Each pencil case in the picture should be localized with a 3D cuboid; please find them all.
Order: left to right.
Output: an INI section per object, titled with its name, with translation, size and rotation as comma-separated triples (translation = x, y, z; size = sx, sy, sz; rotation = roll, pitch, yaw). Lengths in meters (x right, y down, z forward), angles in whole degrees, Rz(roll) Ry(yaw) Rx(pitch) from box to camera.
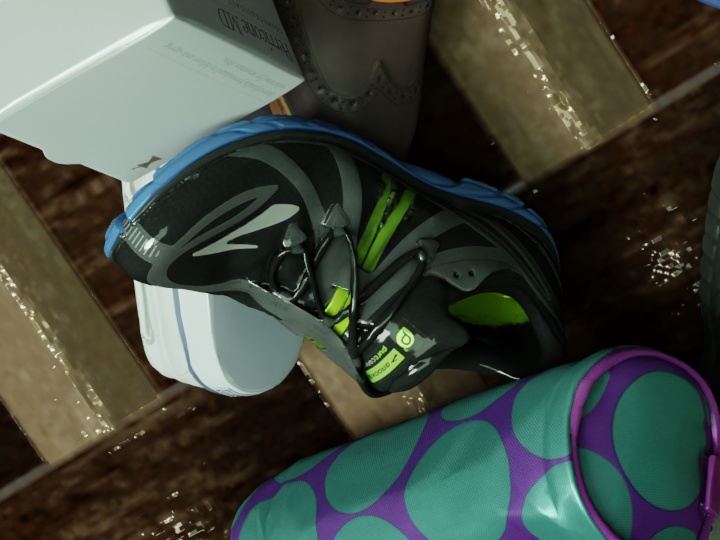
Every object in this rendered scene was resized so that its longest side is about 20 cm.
[pencil case]
translation = 0.043, 0.093, 1.114
size = 0.092, 0.086, 0.199
rotation = 36, 142, -29

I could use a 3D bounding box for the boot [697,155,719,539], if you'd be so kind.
[boot]
translation = 0.196, 0.054, 1.122
size = 0.137, 0.078, 0.201
rotation = 1, 119, -4

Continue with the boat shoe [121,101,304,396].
[boat shoe]
translation = -0.068, -0.052, 1.132
size = 0.065, 0.073, 0.202
rotation = 4, 97, 44

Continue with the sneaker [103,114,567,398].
[sneaker]
translation = 0.000, 0.000, 1.082
size = 0.199, 0.083, 0.071
rotation = 14, 132, -35

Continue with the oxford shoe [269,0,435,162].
[oxford shoe]
translation = 0.000, -0.121, 1.082
size = 0.071, 0.072, 0.201
rotation = -13, 110, -25

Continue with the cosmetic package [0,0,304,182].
[cosmetic package]
translation = -0.107, -0.143, 1.045
size = 0.085, 0.107, 0.201
rotation = -29, 72, 17

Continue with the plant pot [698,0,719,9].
[plant pot]
translation = 0.172, -0.186, 0.925
size = 0.200, 0.199, 0.181
rotation = -40, 65, 34
